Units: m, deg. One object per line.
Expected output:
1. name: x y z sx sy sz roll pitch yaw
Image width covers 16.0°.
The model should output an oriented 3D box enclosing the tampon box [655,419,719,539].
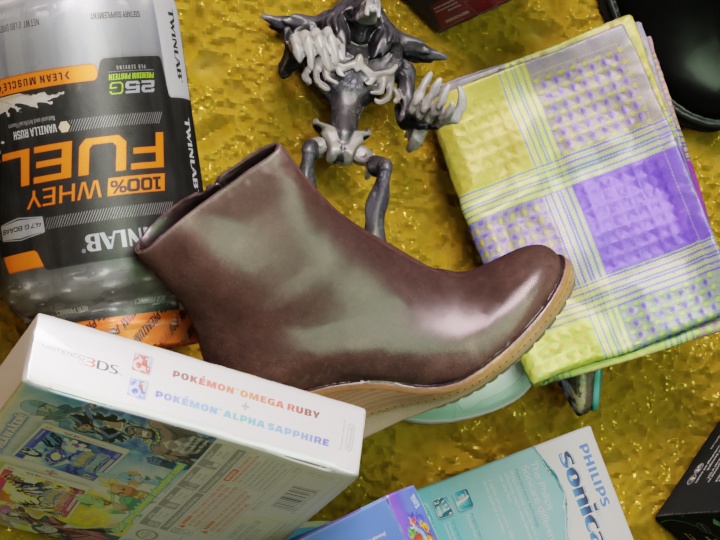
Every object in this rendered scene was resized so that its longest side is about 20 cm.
1. tampon box: 0.311 0.144 1.563 0.150 0.200 0.126 42 69 -15

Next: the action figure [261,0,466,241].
1. action figure: 0.000 -0.098 1.500 0.119 0.102 0.201 12 68 -18

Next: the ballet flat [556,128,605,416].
1. ballet flat: 0.123 -0.011 1.580 0.072 0.072 0.201 11 79 -23

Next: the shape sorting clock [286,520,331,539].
1. shape sorting clock: -0.021 0.246 1.488 0.199 0.039 0.201 3 82 -24

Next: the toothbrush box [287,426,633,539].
1. toothbrush box: 0.066 0.192 1.484 0.200 0.085 0.147 -18 84 -35

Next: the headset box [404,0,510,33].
1. headset box: 0.042 -0.232 1.517 0.200 0.149 0.075 43 69 -13

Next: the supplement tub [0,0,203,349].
1. supplement tub: -0.149 -0.051 1.422 0.122 0.122 0.201 -8 86 -25

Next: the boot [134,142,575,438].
1. boot: 0.000 0.000 1.372 0.200 0.072 0.167 -31 113 1

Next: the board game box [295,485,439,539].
1. board game box: -0.033 0.220 1.387 0.135 0.200 0.045 65 20 7

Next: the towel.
1. towel: 0.134 -0.042 1.539 0.143 0.023 0.201 -17 79 -2

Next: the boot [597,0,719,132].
1. boot: 0.209 -0.190 1.582 0.079 0.158 0.211 -34 97 -24

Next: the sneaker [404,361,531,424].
1. sneaker: 0.032 0.046 1.494 0.200 0.118 0.074 8 80 -23

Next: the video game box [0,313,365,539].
1. video game box: -0.118 0.101 1.368 0.182 0.200 0.047 15 62 -18
